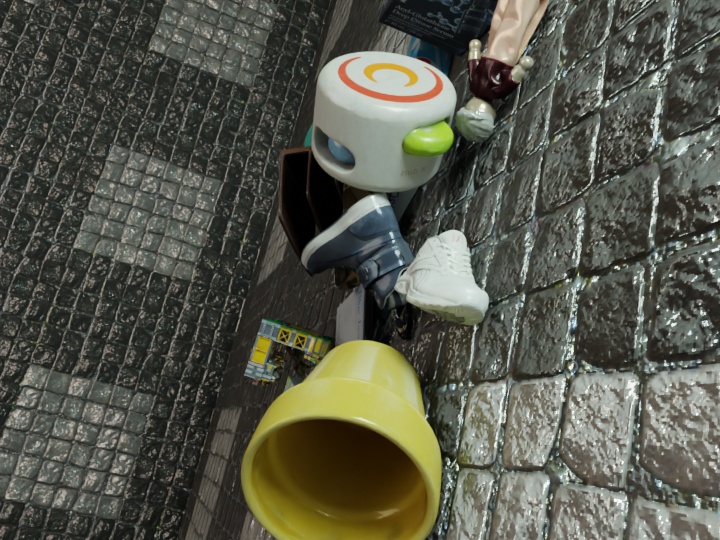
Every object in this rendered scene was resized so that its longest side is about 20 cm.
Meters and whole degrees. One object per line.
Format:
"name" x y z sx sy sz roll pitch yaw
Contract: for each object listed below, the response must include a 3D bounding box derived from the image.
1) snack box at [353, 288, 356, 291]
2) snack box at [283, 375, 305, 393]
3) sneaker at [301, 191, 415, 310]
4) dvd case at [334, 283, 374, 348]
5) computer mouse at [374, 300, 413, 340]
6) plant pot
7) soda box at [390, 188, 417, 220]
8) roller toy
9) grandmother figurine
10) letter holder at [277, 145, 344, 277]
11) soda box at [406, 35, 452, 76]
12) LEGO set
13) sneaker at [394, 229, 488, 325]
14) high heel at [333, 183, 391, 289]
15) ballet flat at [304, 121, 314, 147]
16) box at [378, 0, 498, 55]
"snack box" 0.014 -0.017 1.142 0.072 0.024 0.200 124 158 -51
"snack box" -0.112 0.296 1.154 0.200 0.068 0.169 -169 96 -77
"sneaker" -0.001 0.000 0.910 0.202 0.077 0.146 -36 79 50
"dvd case" -0.012 0.107 1.035 0.200 0.018 0.143 133 142 -68
"computer mouse" 0.038 0.055 0.961 0.200 0.034 0.059 -135 64 -73
"plant pot" -0.008 0.180 0.711 0.189 0.201 0.201 -70 5 -62
"soda box" 0.063 -0.162 1.053 0.063 0.068 0.200 -94 26 -49
"roller toy" 0.028 -0.198 0.871 0.200 0.182 0.140 -82 1 -49
"grandmother figurine" 0.173 -0.257 0.801 0.121 0.061 0.200 -122 49 -62
"letter holder" -0.062 -0.092 1.086 0.200 0.100 0.142 67 -160 -58
"soda box" 0.104 -0.316 1.092 0.068 0.064 0.200 157 128 -71
"LEGO set" -0.121 0.158 1.132 0.200 0.154 0.116 163 126 -84
"sneaker" 0.096 0.000 0.743 0.099 0.078 0.200 -68 16 3
"high heel" -0.012 -0.073 0.992 0.143 0.071 0.200 -51 -42 -39
"ballet flat" -0.043 -0.282 1.204 0.070 0.067 0.200 -48 -1 -37
"box" 0.135 -0.425 0.943 0.200 0.148 0.107 160 126 -72
